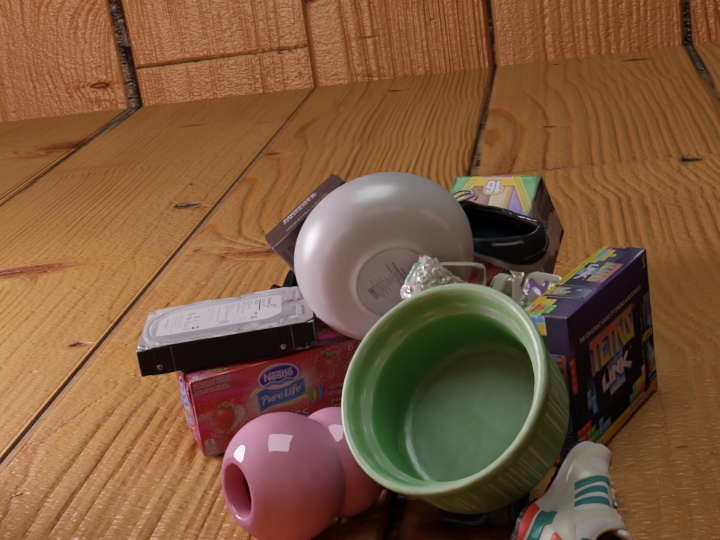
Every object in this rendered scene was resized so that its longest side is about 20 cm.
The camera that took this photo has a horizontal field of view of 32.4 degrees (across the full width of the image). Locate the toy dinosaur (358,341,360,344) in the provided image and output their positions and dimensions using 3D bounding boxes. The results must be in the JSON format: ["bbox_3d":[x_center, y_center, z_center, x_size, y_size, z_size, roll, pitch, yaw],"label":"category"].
[{"bbox_3d":[-0.014,0.014,1.552,0.136,0.086,0.200,-48,36,6],"label":"toy dinosaur"}]

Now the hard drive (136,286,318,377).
[{"bbox_3d":[-0.149,0.066,1.416,0.199,0.038,0.140,-9,17,0],"label":"hard drive"}]

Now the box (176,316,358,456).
[{"bbox_3d":[-0.102,0.128,1.417,0.199,0.096,0.100,-14,19,-15],"label":"box"}]

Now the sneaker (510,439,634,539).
[{"bbox_3d":[0.200,0.223,1.093,0.093,0.071,0.200,24,27,21],"label":"sneaker"}]

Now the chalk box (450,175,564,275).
[{"bbox_3d":[0.170,-0.007,1.591,0.123,0.125,0.201,2,55,28],"label":"chalk box"}]

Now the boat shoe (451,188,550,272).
[{"bbox_3d":[0.118,-0.051,1.409,0.199,0.062,0.075,19,56,29],"label":"boat shoe"}]

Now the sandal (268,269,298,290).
[{"bbox_3d":[-0.112,0.052,1.669,0.048,0.076,0.201,0,21,13],"label":"sandal"}]

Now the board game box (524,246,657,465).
[{"bbox_3d":[0.242,0.085,1.289,0.057,0.166,0.200,6,24,35],"label":"board game box"}]

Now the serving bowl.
[{"bbox_3d":[0.031,-0.002,1.334,0.199,0.201,0.066,-10,30,-5],"label":"serving bowl"}]

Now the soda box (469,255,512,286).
[{"bbox_3d":[0.101,-0.019,1.485,0.063,0.070,0.200,-44,51,-4],"label":"soda box"}]

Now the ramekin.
[{"bbox_3d":[0.092,0.122,1.124,0.199,0.098,0.201,-15,57,24],"label":"ramekin"}]

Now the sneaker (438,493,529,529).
[{"bbox_3d":[0.116,0.153,1.195,0.082,0.073,0.201,-11,48,23],"label":"sneaker"}]

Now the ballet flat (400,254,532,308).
[{"bbox_3d":[0.132,0.028,1.312,0.199,0.072,0.072,17,3,-34],"label":"ballet flat"}]

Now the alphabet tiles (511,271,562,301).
[{"bbox_3d":[0.137,0.044,1.483,0.195,0.015,0.201,10,67,32],"label":"alphabet tiles"}]

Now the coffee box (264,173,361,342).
[{"bbox_3d":[0.000,0.000,1.430,0.114,0.200,0.080,-42,15,0],"label":"coffee box"}]

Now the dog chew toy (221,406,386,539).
[{"bbox_3d":[-0.032,0.187,1.197,0.199,0.125,0.124,-12,18,-33],"label":"dog chew toy"}]
